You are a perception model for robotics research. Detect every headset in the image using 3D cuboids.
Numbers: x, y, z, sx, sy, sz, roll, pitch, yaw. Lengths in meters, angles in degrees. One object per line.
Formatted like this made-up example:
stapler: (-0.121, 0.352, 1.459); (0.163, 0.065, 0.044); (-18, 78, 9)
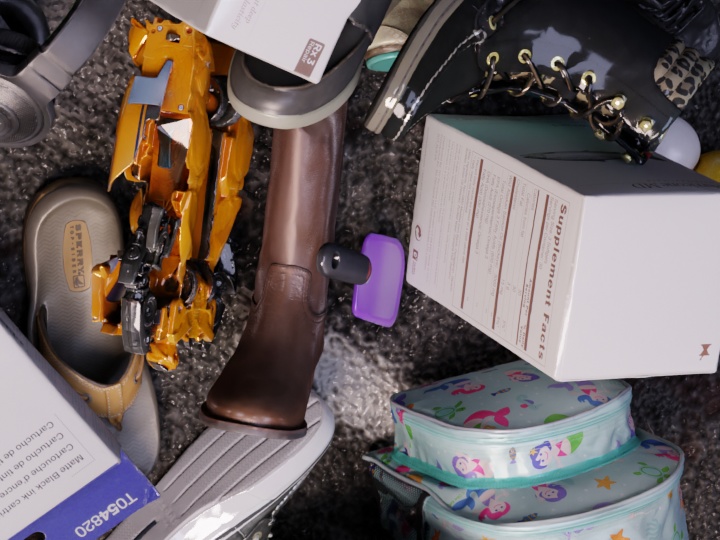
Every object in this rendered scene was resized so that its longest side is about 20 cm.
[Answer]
headset: (-0.213, -0.121, 1.354); (0.200, 0.124, 0.094); (-42, 122, 15)

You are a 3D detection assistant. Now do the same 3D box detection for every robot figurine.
robot figurine: (-0.108, -0.042, 1.426); (0.145, 0.058, 0.201); (5, 95, -70)

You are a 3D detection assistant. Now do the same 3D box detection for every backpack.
backpack: (0.113, 0.143, 1.561); (0.177, 0.200, 0.151); (-13, 113, -22)

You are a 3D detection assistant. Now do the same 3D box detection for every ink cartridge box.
ink cartridge box: (-0.247, 0.131, 1.438); (0.199, 0.041, 0.200); (-36, 121, 4)

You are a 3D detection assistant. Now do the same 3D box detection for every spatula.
spatula: (0.000, 0.000, 1.487); (0.020, 0.200, 0.057); (9, 87, 11)

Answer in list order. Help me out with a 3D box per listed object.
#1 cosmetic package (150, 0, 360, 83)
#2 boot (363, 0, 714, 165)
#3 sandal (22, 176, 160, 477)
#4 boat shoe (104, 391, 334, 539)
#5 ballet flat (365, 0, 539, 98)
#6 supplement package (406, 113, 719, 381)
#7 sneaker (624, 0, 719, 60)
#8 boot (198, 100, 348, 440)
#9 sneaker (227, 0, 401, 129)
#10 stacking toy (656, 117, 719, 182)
cosmetic package: (-0.071, -0.188, 1.351); (0.081, 0.200, 0.113); (21, 96, -31)
boot: (0.109, -0.112, 1.442); (0.154, 0.074, 0.204); (38, 52, 3)
sandal: (-0.157, 0.044, 1.472); (0.082, 0.055, 0.201); (-11, 112, -24)
boat shoe: (-0.090, 0.156, 1.547); (0.200, 0.072, 0.071); (-40, 130, 2)
ballet flat: (0.088, -0.148, 1.531); (0.200, 0.067, 0.063); (7, 76, -31)
supplement package: (0.127, -0.019, 1.512); (0.117, 0.200, 0.118); (-1, 108, -28)
sneaker: (0.183, -0.184, 1.540); (0.200, 0.104, 0.060); (41, 86, -32)
boot: (-0.044, -0.011, 1.444); (0.064, 0.186, 0.201); (10, 102, 1)
sneaker: (-0.019, -0.174, 1.401); (0.106, 0.075, 0.200); (97, 17, -47)
stacking toy: (0.250, -0.032, 1.637); (0.146, 0.146, 0.200); (-46, 102, -6)
